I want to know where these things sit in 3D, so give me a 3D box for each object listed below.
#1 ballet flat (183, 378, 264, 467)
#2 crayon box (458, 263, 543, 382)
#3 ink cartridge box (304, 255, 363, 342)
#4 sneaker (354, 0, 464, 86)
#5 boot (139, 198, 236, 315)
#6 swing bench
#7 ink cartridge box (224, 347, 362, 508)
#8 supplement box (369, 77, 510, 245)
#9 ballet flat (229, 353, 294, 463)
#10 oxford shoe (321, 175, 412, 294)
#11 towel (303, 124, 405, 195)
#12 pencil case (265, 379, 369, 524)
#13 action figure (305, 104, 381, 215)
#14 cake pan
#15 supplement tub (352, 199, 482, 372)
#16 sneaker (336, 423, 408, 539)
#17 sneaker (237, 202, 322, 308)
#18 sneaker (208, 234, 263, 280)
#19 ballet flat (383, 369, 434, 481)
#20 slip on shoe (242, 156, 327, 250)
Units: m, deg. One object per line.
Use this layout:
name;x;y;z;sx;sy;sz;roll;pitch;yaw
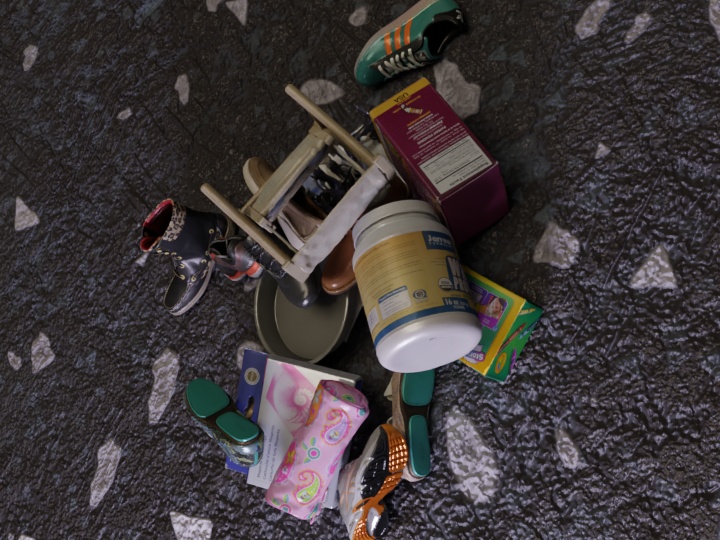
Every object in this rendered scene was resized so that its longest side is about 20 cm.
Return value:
ballet flat;-0.209;0.235;1.516;0.200;0.074;0.074;35;98;50
crayon box;0.144;0.058;1.422;0.200;0.058;0.119;32;95;37
ink cartridge box;0.000;0.000;1.543;0.109;0.050;0.201;36;107;37
sneaker;0.076;-0.351;1.585;0.200;0.071;0.080;-39;53;18
boot;-0.315;-0.025;1.714;0.073;0.150;0.200;42;101;36
swing bench;-0.076;-0.111;1.406;0.200;0.130;0.199;42;90;25
ink cartridge box;-0.109;0.233;1.501;0.199;0.043;0.197;11;96;18
supplement box;0.114;-0.158;1.448;0.103;0.131;0.200;-32;58;-3
ballet flat;-0.144;0.227;1.568;0.063;0.069;0.201;23;90;41
oxford shoe;-0.004;-0.059;1.460;0.071;0.071;0.200;26;80;33
towel;-0.006;-0.147;1.613;0.200;0.024;0.147;-36;60;24
pencil case;-0.060;0.255;1.419;0.087;0.087;0.201;32;101;37
action figure;-0.039;-0.158;1.556;0.102;0.119;0.200;30;94;-4
cake pan;-0.083;0.050;1.548;0.200;0.037;0.201;-7;79;39
supplement tub;0.071;0.021;1.357;0.144;0.145;0.201;-29;62;25
sneaker;0.003;0.287;1.411;0.092;0.075;0.201;46;130;44
sneaker;-0.131;-0.023;1.516;0.076;0.091;0.200;-49;57;25
sneaker;-0.211;-0.034;1.648;0.200;0.082;0.077;-7;61;66
ballet flat;0.063;0.199;1.436;0.067;0.068;0.201;-13;67;48
slip on shoe;-0.110;-0.113;1.528;0.061;0.076;0.200;-55;51;30
